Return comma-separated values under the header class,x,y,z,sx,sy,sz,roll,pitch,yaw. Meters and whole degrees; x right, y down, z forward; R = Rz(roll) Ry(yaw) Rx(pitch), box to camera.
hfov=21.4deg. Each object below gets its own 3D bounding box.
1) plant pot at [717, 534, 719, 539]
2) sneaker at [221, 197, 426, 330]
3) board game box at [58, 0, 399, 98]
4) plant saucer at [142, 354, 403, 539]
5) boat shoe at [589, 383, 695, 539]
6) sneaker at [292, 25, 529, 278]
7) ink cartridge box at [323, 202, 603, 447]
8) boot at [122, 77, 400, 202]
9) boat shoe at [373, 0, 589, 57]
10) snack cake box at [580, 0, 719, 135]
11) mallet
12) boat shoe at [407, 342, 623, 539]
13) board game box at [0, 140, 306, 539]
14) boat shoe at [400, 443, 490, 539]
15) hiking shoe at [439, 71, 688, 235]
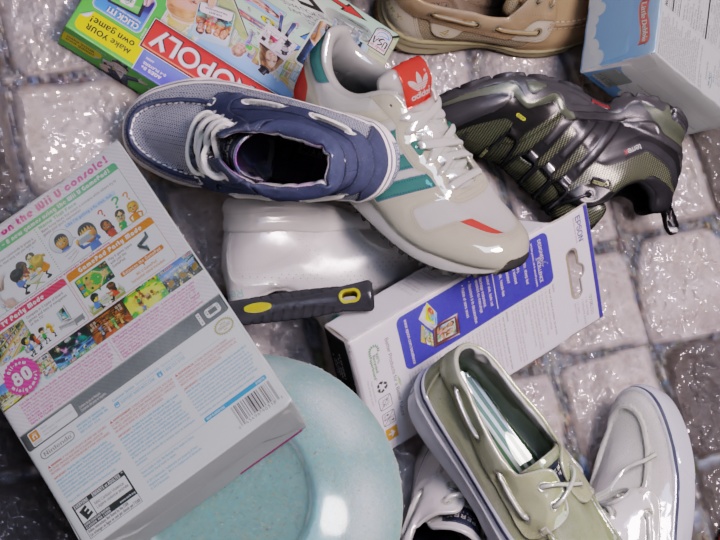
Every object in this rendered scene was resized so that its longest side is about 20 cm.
class,x,y,z,sx,sy,sz,roll,pitch,yaw
plant pot,0.331,0.267,1.221,0.176,0.199,0.201,38,63,-17
sneaker,0.000,0.000,1.259,0.198,0.075,0.090,3,91,-22
board game box,-0.086,-0.157,1.294,0.199,0.029,0.135,31,64,-8
plant saucer,-0.075,0.142,1.139,0.199,0.039,0.203,-4,70,12
boat shoe,0.163,0.170,1.246,0.085,0.074,0.204,14,74,-33
sneaker,0.032,-0.079,1.205,0.199,0.094,0.070,39,40,25
ink cartridge box,0.071,0.034,1.250,0.199,0.037,0.095,-28,125,-22
boot,-0.080,-0.082,1.183,0.090,0.198,0.074,-8,103,-63
boat shoe,0.110,-0.194,1.357,0.198,0.065,0.072,-11,76,-24
snack cake box,0.227,-0.213,1.381,0.115,0.067,0.202,29,61,-40
mallet,-0.090,0.038,1.189,0.197,0.041,0.067,-1,75,1
boat shoe,0.105,0.134,1.177,0.072,0.062,0.200,-35,79,-34
board game box,-0.146,0.048,1.129,0.147,0.064,0.201,-34,72,-2
boat shoe,0.061,0.169,1.216,0.073,0.065,0.202,25,66,-10
hiking shoe,0.135,-0.076,1.321,0.198,0.076,0.102,5,75,-12
